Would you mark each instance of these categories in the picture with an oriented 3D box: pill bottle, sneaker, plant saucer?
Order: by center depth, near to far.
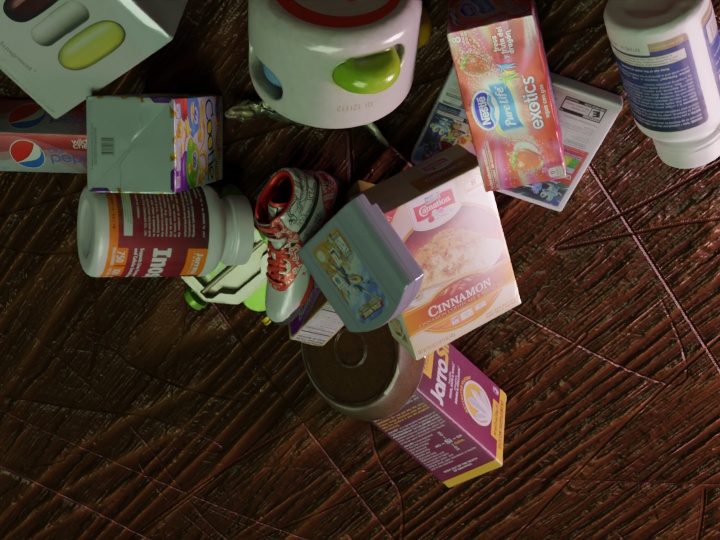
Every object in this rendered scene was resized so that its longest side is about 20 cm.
[{"bbox_3d":[0.335,-0.210,1.529,0.110,0.112,0.201,-9,133,20],"label":"pill bottle"},{"bbox_3d":[-0.233,-0.049,1.722,0.198,0.114,0.113,-1,142,-23],"label":"pill bottle"},{"bbox_3d":[-0.098,-0.032,1.755,0.107,0.067,0.203,10,108,-50],"label":"sneaker"},{"bbox_3d":[-0.006,0.099,1.881,0.199,0.203,0.034,-25,169,33],"label":"plant saucer"}]

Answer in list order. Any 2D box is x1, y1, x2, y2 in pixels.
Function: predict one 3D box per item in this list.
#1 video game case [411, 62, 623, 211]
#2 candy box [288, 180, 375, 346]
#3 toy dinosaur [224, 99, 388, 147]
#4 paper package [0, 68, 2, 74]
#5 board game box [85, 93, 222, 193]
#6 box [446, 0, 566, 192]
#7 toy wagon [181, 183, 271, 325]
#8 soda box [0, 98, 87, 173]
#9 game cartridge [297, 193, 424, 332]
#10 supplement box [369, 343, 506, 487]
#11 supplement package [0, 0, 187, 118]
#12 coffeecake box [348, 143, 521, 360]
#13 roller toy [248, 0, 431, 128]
[{"bbox_3d":[0.179,-0.164,1.675,0.198,0.023,0.183,17,136,-8],"label":"video game case"},{"bbox_3d":[-0.026,-0.007,1.805,0.056,0.118,0.200,14,140,-31],"label":"candy box"},{"bbox_3d":[-0.059,-0.194,1.678,0.197,0.048,0.088,11,151,0],"label":"toy dinosaur"},{"bbox_3d":[-0.474,-0.223,1.621,0.103,0.201,0.190,30,133,-20],"label":"paper package"},{"bbox_3d":[-0.230,-0.148,1.633,0.102,0.200,0.106,2,99,9],"label":"board game box"},{"bbox_3d":[0.160,-0.201,1.554,0.093,0.103,0.202,-10,124,12],"label":"box"},{"bbox_3d":[-0.173,-0.014,1.848,0.155,0.040,0.200,-38,105,23],"label":"toy wagon"},{"bbox_3d":[-0.369,-0.164,1.753,0.197,0.071,0.064,2,135,10],"label":"soda box"},{"bbox_3d":[0.000,0.000,1.643,0.134,0.041,0.200,59,154,4],"label":"game cartridge"},{"bbox_3d":[0.103,0.182,1.972,0.103,0.132,0.200,-28,125,33],"label":"supplement box"},{"bbox_3d":[-0.313,-0.309,1.535,0.199,0.148,0.191,-26,125,34],"label":"supplement package"},{"bbox_3d":[0.090,-0.022,1.689,0.152,0.073,0.202,-27,121,-14],"label":"coffeecake box"},{"bbox_3d":[-0.028,-0.248,1.516,0.180,0.201,0.141,16,139,10],"label":"roller toy"}]
